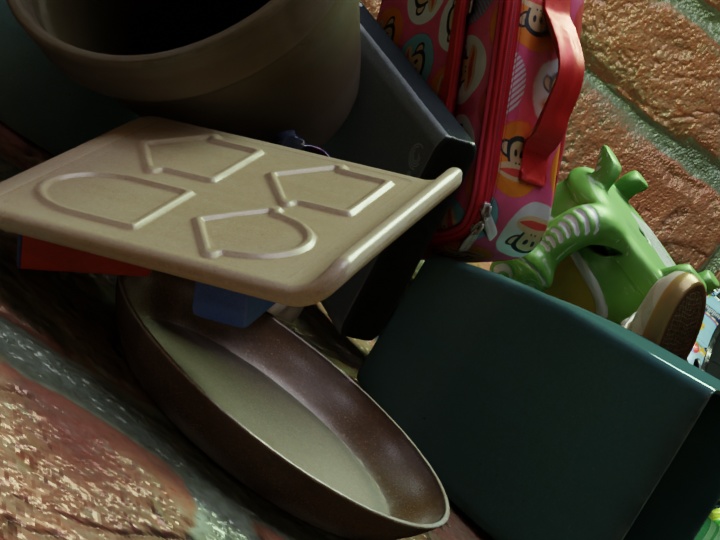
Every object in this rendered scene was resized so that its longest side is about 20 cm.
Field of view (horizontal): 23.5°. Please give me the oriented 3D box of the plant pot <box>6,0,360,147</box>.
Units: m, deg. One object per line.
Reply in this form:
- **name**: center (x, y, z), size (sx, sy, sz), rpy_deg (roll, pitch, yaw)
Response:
- **plant pot**: center (-0.077, -0.151, 0.988), size (0.200, 0.200, 0.174), rpy_deg (44, -8, 33)

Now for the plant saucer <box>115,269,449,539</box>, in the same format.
- **plant saucer**: center (-0.043, 0.067, 0.841), size (0.200, 0.032, 0.200), rpy_deg (37, 9, -7)

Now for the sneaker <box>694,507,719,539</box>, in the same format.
- **sneaker**: center (0.236, 0.201, 1.161), size (0.200, 0.074, 0.084), rpy_deg (22, 36, -51)

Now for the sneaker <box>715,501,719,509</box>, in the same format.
- **sneaker**: center (0.325, 0.218, 1.329), size (0.200, 0.082, 0.073), rpy_deg (41, 8, 6)

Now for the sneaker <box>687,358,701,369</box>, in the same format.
- **sneaker**: center (0.220, 0.104, 1.199), size (0.077, 0.113, 0.200), rpy_deg (3, -17, -11)

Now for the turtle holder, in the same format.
- **turtle holder**: center (0.161, 0.008, 1.211), size (0.141, 0.132, 0.186), rpy_deg (52, 15, -6)

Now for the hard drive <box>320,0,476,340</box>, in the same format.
- **hard drive**: center (-0.006, -0.070, 1.070), size (0.033, 0.140, 0.200), rpy_deg (13, 27, -32)

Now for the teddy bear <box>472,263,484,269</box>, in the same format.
- **teddy bear**: center (0.068, 0.053, 1.250), size (0.145, 0.067, 0.200), rpy_deg (18, 27, -38)

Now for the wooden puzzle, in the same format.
- **wooden puzzle**: center (-0.070, -0.023, 0.831), size (0.199, 0.047, 0.185), rpy_deg (10, 20, 19)

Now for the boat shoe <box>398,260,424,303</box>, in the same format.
- **boat shoe**: center (0.000, 0.002, 1.157), size (0.200, 0.073, 0.063), rpy_deg (33, 43, 12)

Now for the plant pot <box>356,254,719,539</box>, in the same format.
- **plant pot**: center (0.108, 0.084, 1.023), size (0.200, 0.142, 0.141), rpy_deg (34, 7, 26)

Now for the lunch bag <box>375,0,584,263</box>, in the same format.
- **lunch bag**: center (0.072, -0.104, 1.066), size (0.082, 0.201, 0.176), rpy_deg (13, -8, -31)

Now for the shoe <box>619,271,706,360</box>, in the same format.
- **shoe**: center (0.167, 0.077, 1.136), size (0.053, 0.201, 0.070), rpy_deg (36, 38, 23)

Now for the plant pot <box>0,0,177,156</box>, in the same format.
- **plant pot**: center (-0.182, -0.169, 1.110), size (0.200, 0.135, 0.200), rpy_deg (37, 9, -7)

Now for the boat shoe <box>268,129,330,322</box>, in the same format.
- **boat shoe**: center (-0.043, -0.026, 1.002), size (0.074, 0.093, 0.200), rpy_deg (33, -2, -4)

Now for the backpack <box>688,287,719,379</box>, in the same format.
- **backpack**: center (0.215, 0.074, 1.419), size (0.182, 0.135, 0.200), rpy_deg (26, 35, -1)
